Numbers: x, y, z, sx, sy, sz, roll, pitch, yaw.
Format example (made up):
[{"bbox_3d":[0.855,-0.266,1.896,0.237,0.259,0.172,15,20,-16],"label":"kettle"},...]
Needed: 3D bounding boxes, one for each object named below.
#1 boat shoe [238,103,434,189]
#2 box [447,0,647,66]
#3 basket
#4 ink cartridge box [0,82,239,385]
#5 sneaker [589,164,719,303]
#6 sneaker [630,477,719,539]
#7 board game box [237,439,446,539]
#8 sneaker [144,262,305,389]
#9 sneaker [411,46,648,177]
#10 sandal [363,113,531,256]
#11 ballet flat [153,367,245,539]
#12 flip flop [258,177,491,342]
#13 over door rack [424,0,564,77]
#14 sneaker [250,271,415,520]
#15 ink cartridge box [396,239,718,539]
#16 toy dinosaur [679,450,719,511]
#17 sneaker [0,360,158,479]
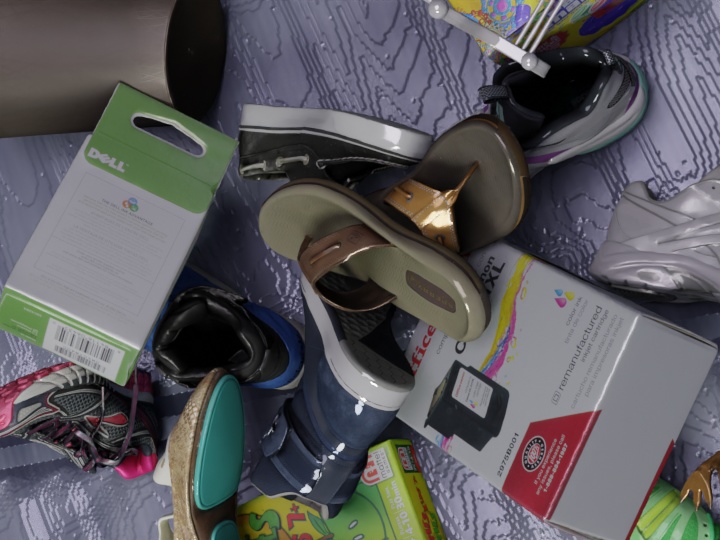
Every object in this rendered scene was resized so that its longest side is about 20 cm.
[{"bbox_3d":[-0.021,-0.083,1.249,0.199,0.070,0.064,11,90,52],"label":"boat shoe"},{"bbox_3d":[0.133,-0.272,1.198,0.199,0.122,0.194,-36,73,15],"label":"box"},{"bbox_3d":[-0.217,-0.177,1.330,0.198,0.136,0.182,8,75,19],"label":"basket"},{"bbox_3d":[-0.173,-0.028,1.230,0.103,0.059,0.201,25,55,-4],"label":"ink cartridge box"},{"bbox_3d":[0.255,-0.021,1.149,0.198,0.078,0.100,11,85,23],"label":"sneaker"},{"bbox_3d":[0.199,0.175,1.164,0.083,0.074,0.202,-17,74,-6],"label":"sneaker"},{"bbox_3d":[-0.039,0.209,1.261,0.199,0.048,0.102,-26,76,18],"label":"board game box"},{"bbox_3d":[-0.139,0.036,1.284,0.199,0.111,0.077,23,93,23],"label":"sneaker"},{"bbox_3d":[0.097,-0.100,1.185,0.199,0.140,0.078,-34,74,15],"label":"sneaker"},{"bbox_3d":[0.040,-0.038,1.153,0.199,0.054,0.082,-24,99,47],"label":"sandal"},{"bbox_3d":[-0.119,0.168,1.223,0.065,0.070,0.202,4,97,31],"label":"ballet flat"},{"bbox_3d":[0.000,0.000,1.149,0.199,0.082,0.058,30,57,33],"label":"flip flop"},{"bbox_3d":[0.072,-0.238,1.119,0.199,0.067,0.149,34,97,20],"label":"over door rack"},{"bbox_3d":[-0.029,0.085,1.220,0.076,0.203,0.147,20,113,-16],"label":"sneaker"},{"bbox_3d":[0.119,0.072,1.140,0.200,0.082,0.147,30,97,54],"label":"ink cartridge box"},{"bbox_3d":[0.266,0.136,1.135,0.060,0.106,0.202,-7,86,45],"label":"toy dinosaur"},{"bbox_3d":[-0.204,0.111,1.255,0.080,0.200,0.075,-21,75,22],"label":"sneaker"}]
